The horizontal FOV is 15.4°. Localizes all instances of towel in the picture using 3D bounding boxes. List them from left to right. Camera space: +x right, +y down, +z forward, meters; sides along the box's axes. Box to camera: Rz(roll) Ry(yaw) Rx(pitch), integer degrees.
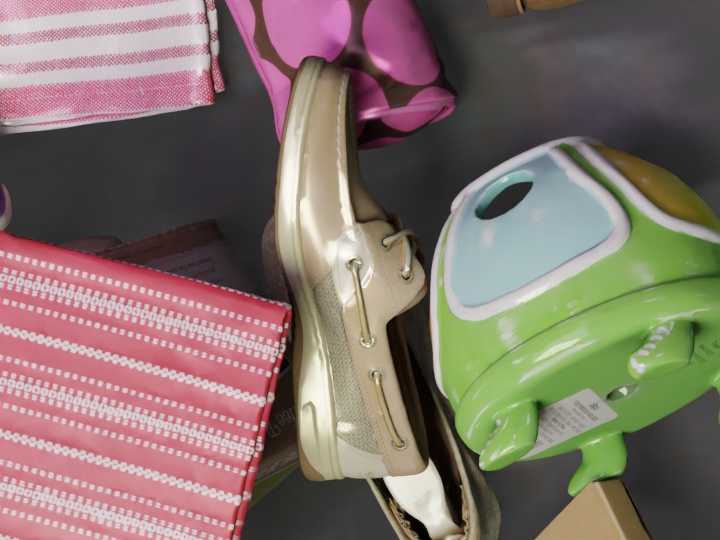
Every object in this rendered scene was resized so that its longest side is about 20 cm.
[{"bbox_3d":[-0.147,-0.174,1.348,0.146,0.030,0.201,-6,96,28],"label":"towel"},{"bbox_3d":[-0.119,0.095,1.151,0.144,0.022,0.201,14,87,5],"label":"towel"}]

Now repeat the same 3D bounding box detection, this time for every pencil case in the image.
[{"bbox_3d":[-0.034,-0.147,1.262,0.093,0.091,0.201,-26,86,-2],"label":"pencil case"}]

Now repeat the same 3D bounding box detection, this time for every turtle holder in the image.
[{"bbox_3d":[0.111,0.005,1.184,0.185,0.141,0.132,-42,58,39],"label":"turtle holder"}]

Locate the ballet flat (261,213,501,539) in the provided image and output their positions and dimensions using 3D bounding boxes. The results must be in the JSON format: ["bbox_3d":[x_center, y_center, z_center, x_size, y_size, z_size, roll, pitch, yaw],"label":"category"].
[{"bbox_3d":[0.011,0.054,1.285,0.067,0.062,0.201,-31,85,11],"label":"ballet flat"}]

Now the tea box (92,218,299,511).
[{"bbox_3d":[-0.143,0.095,1.296,0.197,0.200,0.134,-41,81,26],"label":"tea box"}]

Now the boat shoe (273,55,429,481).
[{"bbox_3d":[0.000,0.000,1.210,0.065,0.072,0.201,-1,107,10],"label":"boat shoe"}]

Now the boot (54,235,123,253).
[{"bbox_3d":[-0.224,-0.017,1.395,0.200,0.070,0.147,-33,81,27],"label":"boot"}]

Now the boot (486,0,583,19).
[{"bbox_3d":[0.081,-0.220,1.209,0.075,0.074,0.201,-8,100,10],"label":"boot"}]

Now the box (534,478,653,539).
[{"bbox_3d":[0.114,0.222,1.224,0.164,0.021,0.201,-52,54,44],"label":"box"}]

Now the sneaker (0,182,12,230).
[{"bbox_3d":[-0.238,-0.095,1.341,0.200,0.080,0.084,59,155,27],"label":"sneaker"}]
